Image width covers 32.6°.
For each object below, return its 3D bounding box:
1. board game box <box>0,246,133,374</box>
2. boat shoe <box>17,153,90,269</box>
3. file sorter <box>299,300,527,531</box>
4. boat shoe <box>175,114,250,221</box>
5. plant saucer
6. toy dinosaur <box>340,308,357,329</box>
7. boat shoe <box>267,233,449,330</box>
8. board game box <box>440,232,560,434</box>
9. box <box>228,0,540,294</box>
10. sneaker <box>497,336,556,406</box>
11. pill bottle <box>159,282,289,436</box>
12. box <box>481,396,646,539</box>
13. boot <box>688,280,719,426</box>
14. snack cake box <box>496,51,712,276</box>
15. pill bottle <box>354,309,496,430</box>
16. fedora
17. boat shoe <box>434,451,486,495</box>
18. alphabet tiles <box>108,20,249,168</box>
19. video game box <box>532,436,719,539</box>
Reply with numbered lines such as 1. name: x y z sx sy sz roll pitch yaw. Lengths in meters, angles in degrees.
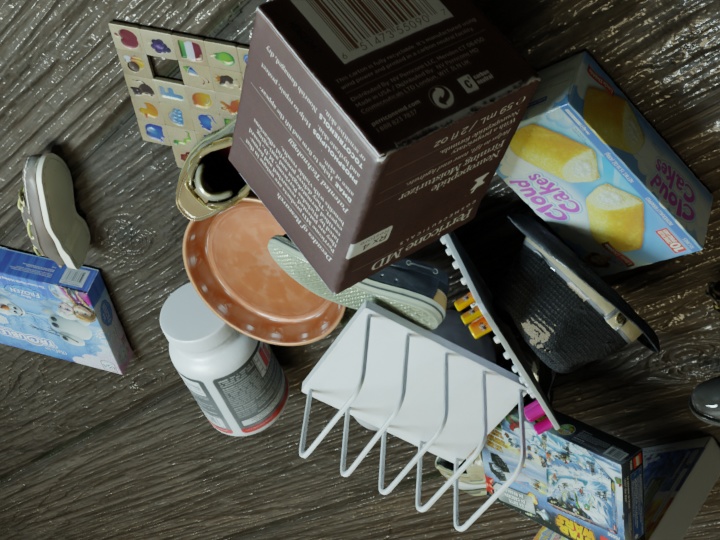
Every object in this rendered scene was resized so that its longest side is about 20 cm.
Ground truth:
1. board game box: -0.425 0.052 1.664 0.200 0.043 0.199 12 147 14
2. boat shoe: -0.366 -0.070 1.436 0.059 0.072 0.200 13 151 8
3. file sorter: 0.053 0.154 1.256 0.200 0.125 0.139 27 125 -14
4. boat shoe: -0.144 -0.099 1.247 0.074 0.066 0.200 41 141 -7
5. plant saucer: -0.103 -0.004 1.374 0.200 0.032 0.201 13 130 16
6. toy dinosaur: 0.014 0.068 1.373 0.047 0.200 0.088 -4 144 -40
7. boat shoe: 0.000 0.000 1.275 0.200 0.062 0.075 19 155 13
8. board game box: 0.119 0.040 1.214 0.026 0.200 0.200 -30 130 7
9. box: 0.012 -0.122 1.007 0.164 0.166 0.200 51 152 19
10. sneaker: 0.174 0.136 1.410 0.086 0.080 0.200 15 145 14
11. pill bottle: -0.169 0.109 1.533 0.116 0.116 0.200 6 143 22
12. box: 0.213 0.218 1.320 0.200 0.040 0.137 22 130 44
13. boot: 0.386 0.069 1.214 0.200 0.069 0.174 -19 127 36
14. snack cake box: 0.204 -0.088 1.085 0.200 0.067 0.115 41 142 -26
15. pill bottle: 0.064 0.125 1.432 0.104 0.104 0.200 32 146 -15
16. fedora: 0.188 0.037 1.167 0.201 0.092 0.201 43 -175 -4
17. boat shoe: 0.164 0.241 1.566 0.068 0.075 0.200 26 148 -17
18. alphabet tiles: -0.156 -0.162 1.242 0.167 0.008 0.200 13 146 13
19. video game box: 0.305 0.277 1.427 0.182 0.200 0.047 -24 103 46
